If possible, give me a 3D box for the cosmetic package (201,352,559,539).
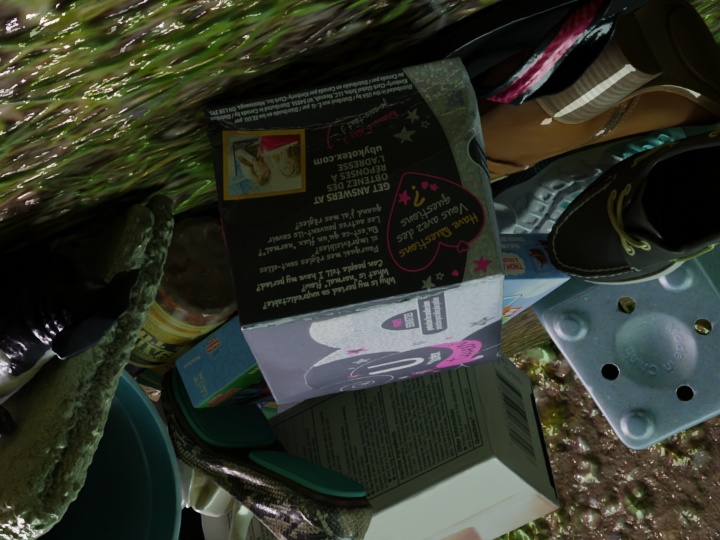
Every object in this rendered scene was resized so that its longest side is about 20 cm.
[{"bbox_3d":[0.008,0.127,1.457,0.199,0.104,0.087,-26,141,21],"label":"cosmetic package"}]

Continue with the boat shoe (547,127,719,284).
[{"bbox_3d":[0.178,-0.040,1.383,0.200,0.072,0.060,-24,170,40],"label":"boat shoe"}]

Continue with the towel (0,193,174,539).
[{"bbox_3d":[-0.159,0.062,1.268,0.148,0.036,0.201,-34,-148,54],"label":"towel"}]

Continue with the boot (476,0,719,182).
[{"bbox_3d":[0.120,-0.087,1.371,0.155,0.077,0.200,-28,171,29],"label":"boot"}]

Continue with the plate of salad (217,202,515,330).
[{"bbox_3d":[0.000,0.000,1.477,0.199,0.048,0.200,-22,162,-7],"label":"plate of salad"}]

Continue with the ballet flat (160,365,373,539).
[{"bbox_3d":[-0.066,0.124,1.411,0.067,0.076,0.200,5,-161,-38],"label":"ballet flat"}]

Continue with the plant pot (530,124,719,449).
[{"bbox_3d":[0.216,0.007,1.631,0.195,0.197,0.200,-28,-164,27],"label":"plant pot"}]

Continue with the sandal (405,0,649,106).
[{"bbox_3d":[0.103,-0.117,1.225,0.199,0.045,0.075,-25,173,7],"label":"sandal"}]

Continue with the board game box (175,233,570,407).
[{"bbox_3d":[0.010,0.028,1.430,0.151,0.037,0.199,-36,160,34],"label":"board game box"}]

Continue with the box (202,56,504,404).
[{"bbox_3d":[0.002,-0.013,1.209,0.131,0.116,0.200,-11,168,0],"label":"box"}]

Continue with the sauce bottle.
[{"bbox_3d":[-0.119,0.025,1.447,0.066,0.066,0.200,-21,170,-24],"label":"sauce bottle"}]

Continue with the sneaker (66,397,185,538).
[{"bbox_3d":[-0.161,0.116,1.554,0.073,0.116,0.201,14,117,-50],"label":"sneaker"}]

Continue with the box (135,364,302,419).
[{"bbox_3d":[-0.033,0.071,1.586,0.198,0.049,0.117,17,-163,14],"label":"box"}]

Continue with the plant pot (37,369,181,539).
[{"bbox_3d":[-0.235,0.137,1.456,0.199,0.202,0.188,-20,-173,-27],"label":"plant pot"}]

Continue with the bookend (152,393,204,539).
[{"bbox_3d":[-0.142,0.100,1.711,0.092,0.197,0.201,135,-22,-71],"label":"bookend"}]

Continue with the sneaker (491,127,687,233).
[{"bbox_3d":[0.135,-0.072,1.521,0.077,0.092,0.200,21,156,-27],"label":"sneaker"}]

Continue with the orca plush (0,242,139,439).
[{"bbox_3d":[-0.189,0.028,1.215,0.071,0.106,0.200,23,173,-26],"label":"orca plush"}]
